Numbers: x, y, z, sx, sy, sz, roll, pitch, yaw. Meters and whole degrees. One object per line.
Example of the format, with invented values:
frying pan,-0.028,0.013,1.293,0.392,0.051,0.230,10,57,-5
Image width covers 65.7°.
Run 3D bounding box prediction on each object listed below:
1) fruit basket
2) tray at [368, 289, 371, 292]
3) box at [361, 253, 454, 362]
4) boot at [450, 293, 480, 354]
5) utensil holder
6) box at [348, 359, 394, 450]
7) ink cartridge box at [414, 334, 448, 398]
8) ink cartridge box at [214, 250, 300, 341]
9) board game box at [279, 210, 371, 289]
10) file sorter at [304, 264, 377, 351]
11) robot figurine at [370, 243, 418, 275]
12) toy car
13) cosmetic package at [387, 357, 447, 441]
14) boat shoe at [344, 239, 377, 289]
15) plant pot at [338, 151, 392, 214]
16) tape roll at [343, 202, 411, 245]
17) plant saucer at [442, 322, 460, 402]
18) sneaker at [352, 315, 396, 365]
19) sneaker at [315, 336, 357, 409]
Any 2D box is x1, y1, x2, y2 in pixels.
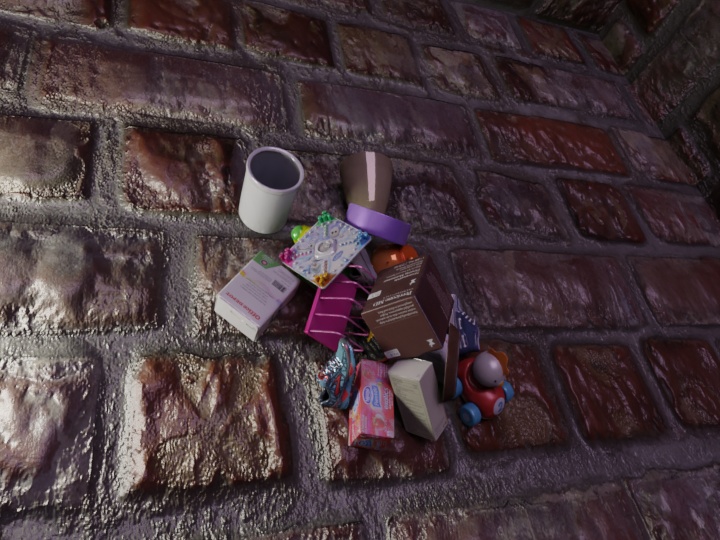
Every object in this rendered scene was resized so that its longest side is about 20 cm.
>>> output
fruit basket,-0.108,-0.060,1.638,0.212,0.154,0.222,14,68,-38
tray,0.119,0.098,1.701,0.195,0.037,0.100,17,51,-13
box,0.128,0.095,1.446,0.166,0.163,0.201,59,31,-21
boot,0.316,0.161,1.698,0.088,0.073,0.205,-11,59,21
utensil holder,-0.271,-0.232,1.657,0.166,0.201,0.173,11,51,-15
box,0.027,0.346,1.442,0.093,0.100,0.204,12,53,-15
ink cartridge box,0.178,0.262,1.576,0.144,0.085,0.202,29,49,-5
ink cartridge box,-0.279,0.067,1.514,0.143,0.085,0.201,35,50,4
board game box,-0.100,-0.065,1.533,0.198,0.026,0.200,29,68,38
file sorter,-0.037,0.102,1.501,0.139,0.123,0.204,38,60,-43
robot figurine,0.106,-0.024,1.705,0.143,0.118,0.198,38,23,28
toy car,0.359,0.302,1.554,0.182,0.201,0.179,-21,66,-33
cosmetic package,0.149,0.329,1.435,0.102,0.204,0.073,8,34,39
boat shoe,0.000,0.000,1.594,0.065,0.202,0.072,-39,54,-13
plant pot,0.022,-0.250,1.830,0.183,0.187,0.205,6,66,-19
tape roll,0.050,-0.137,1.657,0.196,0.200,0.067,19,94,-10
plant saucer,0.237,0.239,1.441,0.034,0.203,0.204,4,50,9
sneaker,0.046,0.201,1.556,0.089,0.070,0.200,36,6,-34
sneaker,-0.064,0.265,1.404,0.093,0.205,0.079,2,20,-18
